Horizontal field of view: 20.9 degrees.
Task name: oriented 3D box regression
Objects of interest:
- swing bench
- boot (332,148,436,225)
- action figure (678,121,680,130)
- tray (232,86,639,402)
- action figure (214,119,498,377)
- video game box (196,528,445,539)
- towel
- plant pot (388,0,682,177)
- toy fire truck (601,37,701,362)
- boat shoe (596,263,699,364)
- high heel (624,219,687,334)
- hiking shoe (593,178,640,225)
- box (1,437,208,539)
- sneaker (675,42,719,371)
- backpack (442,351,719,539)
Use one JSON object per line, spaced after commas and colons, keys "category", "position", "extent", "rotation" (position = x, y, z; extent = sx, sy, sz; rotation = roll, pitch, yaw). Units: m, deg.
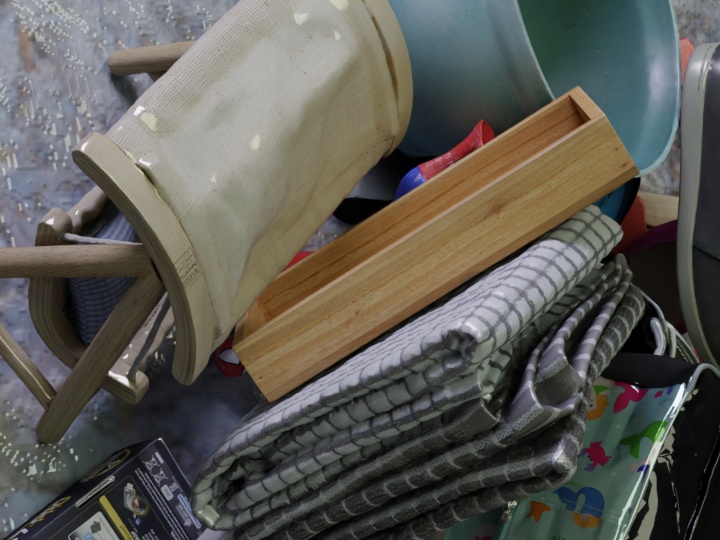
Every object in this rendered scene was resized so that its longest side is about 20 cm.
{"category": "swing bench", "position": [-0.086, -0.040, 0.959], "extent": [0.130, 0.200, 0.199], "rotation": [52, 51, -14]}
{"category": "boot", "position": [-0.013, -0.127, 1.145], "extent": [0.164, 0.066, 0.201], "rotation": [9, 74, -35]}
{"category": "action figure", "position": [0.262, -0.036, 1.309], "extent": [0.119, 0.102, 0.201], "rotation": [23, 59, -40]}
{"category": "tray", "position": [0.033, -0.014, 0.931], "extent": [0.037, 0.200, 0.099], "rotation": [56, 6, -11]}
{"category": "action figure", "position": [0.000, 0.000, 1.029], "extent": [0.065, 0.200, 0.052], "rotation": [40, 28, -35]}
{"category": "video game box", "position": [0.009, 0.171, 1.035], "extent": [0.182, 0.047, 0.200], "rotation": [57, 32, -7]}
{"category": "towel", "position": [0.034, 0.063, 0.922], "extent": [0.086, 0.200, 0.166], "rotation": [57, 33, -5]}
{"category": "plant pot", "position": [0.074, -0.134, 1.082], "extent": [0.200, 0.134, 0.201], "rotation": [26, 57, -50]}
{"category": "toy fire truck", "position": [0.187, -0.029, 1.234], "extent": [0.141, 0.049, 0.201], "rotation": [-25, 91, -8]}
{"category": "boat shoe", "position": [0.138, 0.044, 1.078], "extent": [0.200, 0.071, 0.072], "rotation": [29, 82, -40]}
{"category": "high heel", "position": [0.164, 0.018, 1.156], "extent": [0.199, 0.096, 0.068], "rotation": [-23, 92, -8]}
{"category": "hiking shoe", "position": [0.097, -0.005, 1.126], "extent": [0.200, 0.087, 0.074], "rotation": [-42, 104, -14]}
{"category": "box", "position": [-0.109, 0.208, 0.957], "extent": [0.161, 0.049, 0.200], "rotation": [-39, 101, -43]}
{"category": "sneaker", "position": [0.241, -0.028, 1.107], "extent": [0.075, 0.106, 0.201], "rotation": [-29, 118, -53]}
{"category": "backpack", "position": [0.131, 0.157, 1.018], "extent": [0.178, 0.150, 0.201], "rotation": [48, 53, -46]}
